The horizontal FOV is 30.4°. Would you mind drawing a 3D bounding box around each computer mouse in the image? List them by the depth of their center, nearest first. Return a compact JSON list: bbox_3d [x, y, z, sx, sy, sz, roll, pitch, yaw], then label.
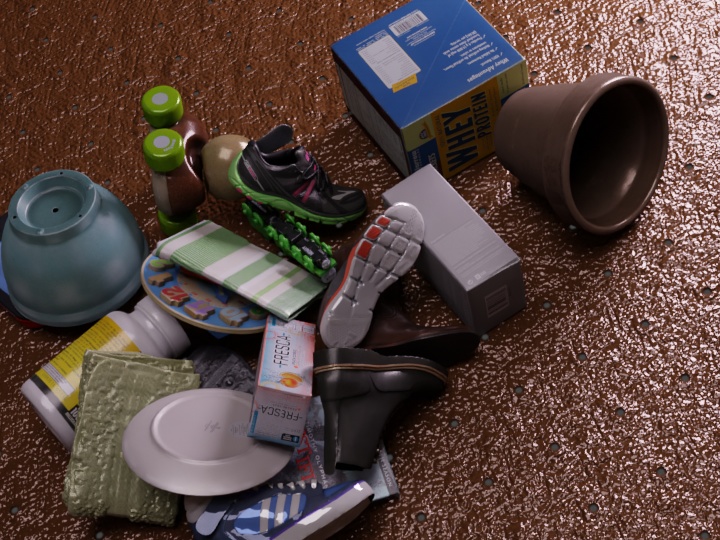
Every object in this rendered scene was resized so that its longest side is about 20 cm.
[{"bbox_3d":[-0.150,0.185,1.619,0.199,0.046,0.141,28,67,22],"label":"computer mouse"}]

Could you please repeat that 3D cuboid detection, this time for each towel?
[{"bbox_3d":[-0.270,0.197,1.578,0.146,0.036,0.203,9,75,-13],"label":"towel"},{"bbox_3d":[-0.149,-0.001,1.684,0.198,0.024,0.152,27,21,13],"label":"towel"}]

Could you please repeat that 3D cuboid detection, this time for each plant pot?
[{"bbox_3d":[0.265,-0.161,1.695,0.200,0.201,0.174,-46,39,-20],"label":"plant pot"},{"bbox_3d":[-0.390,-0.046,1.757,0.197,0.135,0.202,-4,48,5],"label":"plant pot"}]

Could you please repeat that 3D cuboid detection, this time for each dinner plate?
[{"bbox_3d":[-0.171,0.185,1.504,0.197,0.025,0.201,3,30,-2],"label":"dinner plate"}]

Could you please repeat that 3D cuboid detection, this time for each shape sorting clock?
[{"bbox_3d":[-0.182,0.019,1.692,0.197,0.040,0.201,11,31,-7],"label":"shape sorting clock"}]

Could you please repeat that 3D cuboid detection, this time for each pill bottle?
[{"bbox_3d":[-0.313,0.125,1.655,0.200,0.113,0.112,-41,55,-16],"label":"pill bottle"}]

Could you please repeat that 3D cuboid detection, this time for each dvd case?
[{"bbox_3d":[-0.069,0.226,1.549,0.197,0.022,0.147,-15,65,-7],"label":"dvd case"}]

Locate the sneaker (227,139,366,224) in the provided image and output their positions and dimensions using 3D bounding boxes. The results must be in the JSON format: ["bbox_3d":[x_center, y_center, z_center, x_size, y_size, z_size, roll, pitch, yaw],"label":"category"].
[{"bbox_3d":[-0.074,-0.117,1.747,0.198,0.085,0.077,15,18,-26],"label":"sneaker"}]

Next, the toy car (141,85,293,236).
[{"bbox_3d":[-0.188,-0.154,1.810,0.197,0.165,0.159,-6,52,-3],"label":"toy car"}]

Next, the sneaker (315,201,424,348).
[{"bbox_3d":[0.000,0.000,1.622,0.201,0.077,0.082,-56,24,-5],"label":"sneaker"}]

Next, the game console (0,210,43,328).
[{"bbox_3d":[-0.450,-0.021,1.850,0.199,0.031,0.177,33,68,31],"label":"game console"}]

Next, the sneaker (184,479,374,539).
[{"bbox_3d":[-0.101,0.245,1.483,0.199,0.081,0.147,-30,71,-6],"label":"sneaker"}]

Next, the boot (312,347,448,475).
[{"bbox_3d":[0.023,0.170,1.534,0.077,0.198,0.140,-17,70,47],"label":"boot"}]

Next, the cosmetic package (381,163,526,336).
[{"bbox_3d":[0.116,-0.027,1.666,0.090,0.107,0.201,-30,55,-9],"label":"cosmetic package"}]

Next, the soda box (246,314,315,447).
[{"bbox_3d":[-0.090,0.124,1.541,0.063,0.069,0.200,12,20,-4],"label":"soda box"}]

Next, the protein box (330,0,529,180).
[{"bbox_3d":[0.099,-0.251,1.816,0.197,0.136,0.201,-30,53,-9],"label":"protein box"}]

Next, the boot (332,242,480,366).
[{"bbox_3d":[0.052,0.031,1.669,0.184,0.065,0.202,-10,48,9],"label":"boot"}]

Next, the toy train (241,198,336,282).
[{"bbox_3d":[-0.093,-0.042,1.745,0.042,0.057,0.200,-36,44,-15],"label":"toy train"}]
